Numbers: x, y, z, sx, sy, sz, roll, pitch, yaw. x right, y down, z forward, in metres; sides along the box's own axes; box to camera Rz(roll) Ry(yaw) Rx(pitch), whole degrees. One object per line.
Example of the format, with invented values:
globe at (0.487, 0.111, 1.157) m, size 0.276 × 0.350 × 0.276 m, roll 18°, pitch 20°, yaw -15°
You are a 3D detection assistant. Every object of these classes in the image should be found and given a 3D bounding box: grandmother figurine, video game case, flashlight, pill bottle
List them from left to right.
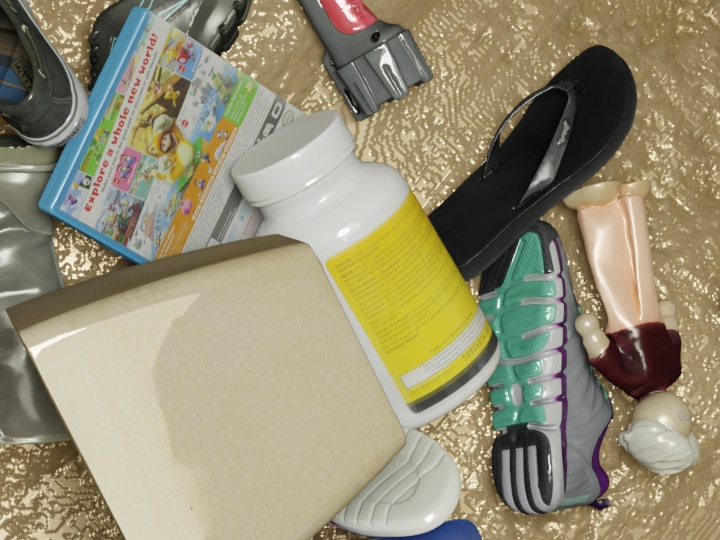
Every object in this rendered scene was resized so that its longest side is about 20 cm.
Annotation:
video game case at (-0.104, -0.063, 1.674) m, size 0.200 × 0.018 × 0.143 m, roll 32°, pitch 80°, yaw -42°
flashlight at (-0.020, -0.204, 1.726) m, size 0.068 × 0.068 × 0.200 m, roll -33°, pitch 94°, yaw -15°
pill bottle at (0.000, 0.000, 1.682) m, size 0.112 × 0.112 × 0.200 m, roll -34°, pitch 107°, yaw -12°
grandmother figurine at (0.186, 0.040, 1.748) m, size 0.121 × 0.061 × 0.200 m, roll -7°, pitch 81°, yaw -43°

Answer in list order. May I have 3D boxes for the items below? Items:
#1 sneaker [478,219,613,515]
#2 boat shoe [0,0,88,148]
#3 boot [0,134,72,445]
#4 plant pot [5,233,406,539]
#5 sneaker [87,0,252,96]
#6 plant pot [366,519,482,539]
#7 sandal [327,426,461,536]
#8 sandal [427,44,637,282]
sneaker at (0.132, 0.067, 1.764) m, size 0.087 × 0.074 × 0.200 m, roll 6°, pitch 82°, yaw -42°
boat shoe at (-0.241, -0.157, 1.626) m, size 0.069 × 0.057 × 0.200 m, roll -45°, pitch 61°, yaw 4°
boot at (-0.267, 0.015, 1.663) m, size 0.182 × 0.073 × 0.200 m, roll 2°, pitch 104°, yaw 7°
plant pot at (-0.088, 0.077, 1.558) m, size 0.177 × 0.200 × 0.200 m, roll -28°, pitch 98°, yaw -8°
sneaker at (-0.148, -0.125, 1.699) m, size 0.079 × 0.075 × 0.200 m, roll 30°, pitch 76°, yaw 5°
plant pot at (0.010, 0.299, 1.614) m, size 0.200 × 0.180 × 0.200 m, roll -13°, pitch 132°, yaw -12°
sandal at (-0.004, 0.139, 1.664) m, size 0.082 × 0.203 × 0.050 m, roll -51°, pitch 127°, yaw -25°
sandal at (0.114, -0.075, 1.743) m, size 0.200 × 0.076 × 0.043 m, roll -49°, pitch 138°, yaw -10°
